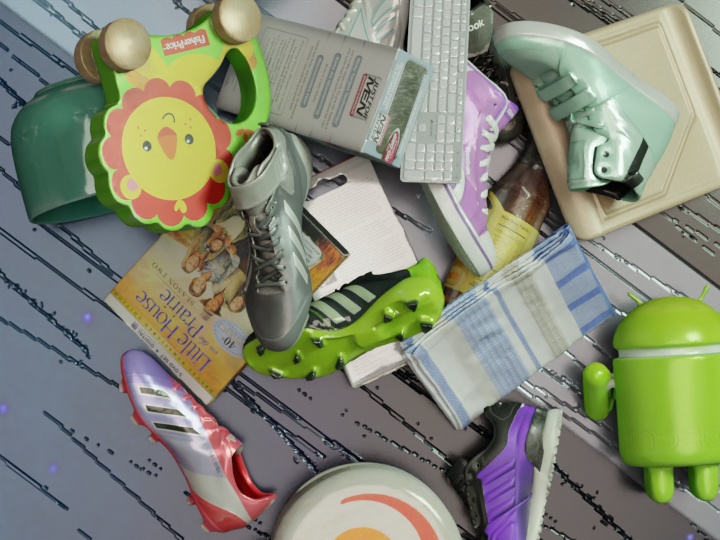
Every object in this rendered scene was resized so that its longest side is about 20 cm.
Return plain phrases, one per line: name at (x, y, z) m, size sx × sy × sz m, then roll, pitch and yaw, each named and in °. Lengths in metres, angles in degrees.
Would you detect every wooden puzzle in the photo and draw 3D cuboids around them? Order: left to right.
wooden puzzle at (0.257, -0.144, 1.771) m, size 0.199 × 0.037 × 0.187 m, roll -21°, pitch 89°, yaw -20°

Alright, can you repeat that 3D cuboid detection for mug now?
mug at (-0.235, -0.121, 1.714) m, size 0.184 × 0.152 × 0.115 m, roll -13°, pitch 86°, yaw -37°

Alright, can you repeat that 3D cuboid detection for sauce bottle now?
sauce bottle at (0.142, -0.045, 1.766) m, size 0.066 × 0.066 × 0.201 m, roll 27°, pitch 81°, yaw -2°

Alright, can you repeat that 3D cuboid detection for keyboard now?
keyboard at (0.069, -0.176, 1.686) m, size 0.056 × 0.011 × 0.202 m, roll 4°, pitch 74°, yaw -1°

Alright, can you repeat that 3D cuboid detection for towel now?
towel at (0.142, 0.058, 1.736) m, size 0.199 × 0.024 × 0.147 m, roll -36°, pitch 134°, yaw -2°

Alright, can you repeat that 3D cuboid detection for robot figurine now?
robot figurine at (0.299, 0.117, 1.740) m, size 0.174 × 0.116 × 0.202 m, roll -4°, pitch 88°, yaw 5°

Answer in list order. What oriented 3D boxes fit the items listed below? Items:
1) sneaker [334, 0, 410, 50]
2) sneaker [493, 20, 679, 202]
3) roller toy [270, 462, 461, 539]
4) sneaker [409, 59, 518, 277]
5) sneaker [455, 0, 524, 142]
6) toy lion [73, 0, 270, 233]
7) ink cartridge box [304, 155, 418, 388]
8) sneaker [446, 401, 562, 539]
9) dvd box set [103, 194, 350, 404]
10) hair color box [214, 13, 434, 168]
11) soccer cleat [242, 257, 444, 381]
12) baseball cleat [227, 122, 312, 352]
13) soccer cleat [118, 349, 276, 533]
sneaker at (0.009, -0.234, 1.763) m, size 0.079 × 0.070 × 0.202 m, roll 3°, pitch 88°, yaw 0°
sneaker at (0.197, -0.142, 1.688) m, size 0.199 × 0.074 × 0.119 m, roll 29°, pitch 68°, yaw -15°
roller toy at (0.003, 0.271, 1.709) m, size 0.199 × 0.140 × 0.184 m, roll 25°, pitch 87°, yaw -1°
sneaker at (0.108, -0.103, 1.707) m, size 0.113 × 0.073 × 0.202 m, roll -23°, pitch 90°, yaw -5°
sneaker at (0.103, -0.216, 1.755) m, size 0.066 × 0.090 × 0.202 m, roll -23°, pitch 89°, yaw -2°
toy lion at (-0.161, -0.135, 1.642) m, size 0.199 × 0.068 × 0.193 m, roll -21°, pitch 96°, yaw -37°
ink cartridge box at (0.000, 0.000, 1.764) m, size 0.108 × 0.050 × 0.201 m, roll -24°, pitch 88°, yaw -2°
sneaker at (0.128, 0.222, 1.758) m, size 0.099 × 0.070 × 0.202 m, roll 13°, pitch 86°, yaw 5°
dvd box set at (-0.128, 0.006, 1.738) m, size 0.146 × 0.029 × 0.200 m, roll 45°, pitch 102°, yaw 5°
hair color box at (-0.036, -0.169, 1.703) m, size 0.199 × 0.060 × 0.100 m, roll 20°, pitch 90°, yaw 41°
soccer cleat at (-0.015, 0.046, 1.702) m, size 0.198 × 0.081 × 0.068 m, roll -18°, pitch 123°, yaw 15°
baseball cleat at (-0.088, -0.032, 1.645) m, size 0.069 × 0.106 × 0.202 m, roll -8°, pitch 74°, yaw 26°
soccer cleat at (-0.156, 0.154, 1.738) m, size 0.076 × 0.067 × 0.201 m, roll -28°, pitch 95°, yaw 16°
